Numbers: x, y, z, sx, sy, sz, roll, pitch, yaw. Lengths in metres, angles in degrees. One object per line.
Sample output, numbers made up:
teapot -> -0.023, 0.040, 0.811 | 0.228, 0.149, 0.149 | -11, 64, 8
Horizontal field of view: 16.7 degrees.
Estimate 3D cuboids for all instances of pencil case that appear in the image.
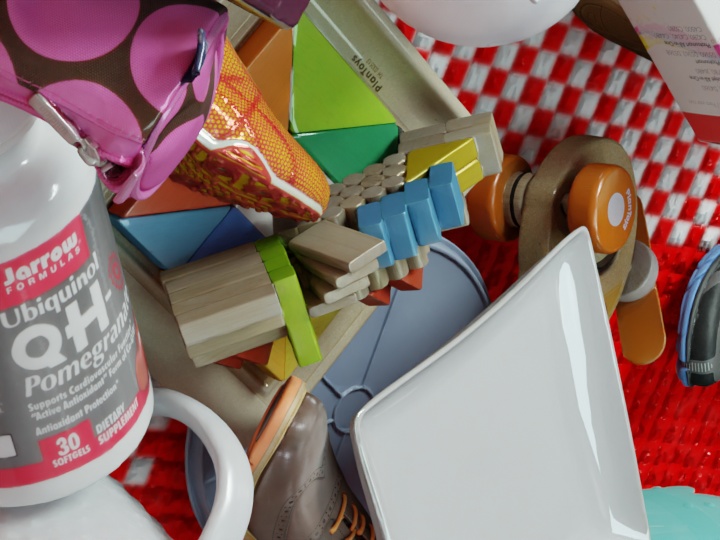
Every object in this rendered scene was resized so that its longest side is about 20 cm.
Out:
pencil case -> -0.148, -0.103, 0.913 | 0.094, 0.200, 0.091 | -61, 176, -33

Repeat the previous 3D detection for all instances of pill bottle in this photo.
pill bottle -> -0.158, -0.006, 1.030 | 0.111, 0.111, 0.200 | -32, 133, -25

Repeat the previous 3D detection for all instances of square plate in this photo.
square plate -> 0.069, 0.107, 1.218 | 0.200, 0.028, 0.198 | -38, 124, -41

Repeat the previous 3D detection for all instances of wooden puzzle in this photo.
wooden puzzle -> -0.041, -0.034, 1.157 | 0.200, 0.037, 0.185 | -49, 126, -7

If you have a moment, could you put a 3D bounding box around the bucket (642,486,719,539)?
bucket -> 0.136, 0.220, 1.395 | 0.135, 0.207, 0.208 | 7, 110, -40

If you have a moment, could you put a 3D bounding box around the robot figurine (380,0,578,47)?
robot figurine -> 0.059, -0.174, 1.093 | 0.200, 0.169, 0.113 | -70, 158, -53

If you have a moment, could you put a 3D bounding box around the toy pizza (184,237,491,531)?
toy pizza -> -0.012, 0.066, 1.275 | 0.200, 0.032, 0.201 | -20, 125, -31

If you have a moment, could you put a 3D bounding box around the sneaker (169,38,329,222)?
sneaker -> -0.076, -0.088, 1.059 | 0.200, 0.073, 0.077 | 42, 66, -35

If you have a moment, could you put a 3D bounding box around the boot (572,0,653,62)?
boot -> 0.204, -0.176, 1.303 | 0.200, 0.073, 0.156 | 18, 97, -41

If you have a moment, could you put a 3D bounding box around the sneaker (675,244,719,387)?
sneaker -> 0.266, 0.011, 1.469 | 0.199, 0.083, 0.071 | -28, 131, -29

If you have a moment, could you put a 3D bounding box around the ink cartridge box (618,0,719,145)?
ink cartridge box -> 0.198, -0.143, 1.223 | 0.116, 0.067, 0.200 | -42, 116, -20

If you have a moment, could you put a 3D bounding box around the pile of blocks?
pile of blocks -> 0.000, 0.000, 1.127 | 0.200, 0.082, 0.062 | -32, 121, -25

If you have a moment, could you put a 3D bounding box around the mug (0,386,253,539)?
mug -> -0.128, 0.143, 1.103 | 0.200, 0.175, 0.148 | -54, 139, -4

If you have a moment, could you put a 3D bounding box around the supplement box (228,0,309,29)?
supplement box -> -0.100, -0.187, 0.905 | 0.131, 0.200, 0.103 | 24, 97, -48

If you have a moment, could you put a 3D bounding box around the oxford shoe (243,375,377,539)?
oxford shoe -> -0.019, 0.116, 1.176 | 0.200, 0.073, 0.071 | 89, 25, -59

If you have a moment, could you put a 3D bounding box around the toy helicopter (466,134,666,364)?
toy helicopter -> 0.121, 0.027, 1.320 | 0.132, 0.079, 0.200 | -10, 104, -56
